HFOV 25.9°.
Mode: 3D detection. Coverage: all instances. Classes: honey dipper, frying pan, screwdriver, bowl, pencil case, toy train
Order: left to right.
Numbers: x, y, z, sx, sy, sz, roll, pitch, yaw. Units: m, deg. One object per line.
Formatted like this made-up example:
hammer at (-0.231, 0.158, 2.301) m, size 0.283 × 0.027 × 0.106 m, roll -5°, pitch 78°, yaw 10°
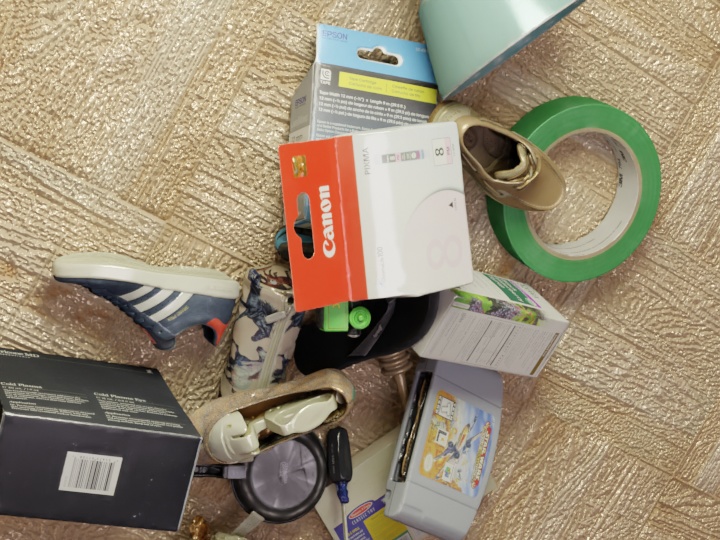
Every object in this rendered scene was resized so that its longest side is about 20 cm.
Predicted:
frying pan at (-0.118, 0.205, 1.704) m, size 0.188 × 0.031 × 0.116 m, roll 27°, pitch 82°, yaw -19°
pencil case at (-0.105, 0.096, 1.642) m, size 0.077 × 0.090 × 0.203 m, roll 13°, pitch 103°, yaw -9°
toy train at (-0.019, -0.035, 1.542) m, size 0.056 × 0.042 × 0.203 m, roll 0°, pitch 91°, yaw -13°
screwdriver at (-0.014, 0.272, 1.720) m, size 0.029 × 0.028 × 0.203 m, roll -11°, pitch 76°, yaw 8°
honey dipper at (0.055, 0.161, 1.741) m, size 0.038 × 0.038 × 0.202 m, roll -20°, pitch 105°, yaw -15°
bowl at (0.136, -0.271, 1.577) m, size 0.200 × 0.201 × 0.106 m, roll -36°, pitch 92°, yaw -7°

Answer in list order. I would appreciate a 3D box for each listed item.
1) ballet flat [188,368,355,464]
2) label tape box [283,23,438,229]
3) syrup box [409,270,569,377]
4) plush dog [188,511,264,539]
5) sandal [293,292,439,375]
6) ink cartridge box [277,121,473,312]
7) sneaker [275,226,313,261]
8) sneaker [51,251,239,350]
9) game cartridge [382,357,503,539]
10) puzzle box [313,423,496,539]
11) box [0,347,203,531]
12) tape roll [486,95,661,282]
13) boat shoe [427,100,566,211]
ballet flat at (-0.097, 0.153, 1.582) m, size 0.198 × 0.067 × 0.069 m, roll -23°, pitch 113°, yaw -5°
label tape box at (0.002, -0.138, 1.613) m, size 0.142 × 0.066 × 0.203 m, roll 7°, pitch 81°, yaw -24°
syrup box at (0.127, 0.052, 1.689) m, size 0.199 × 0.079 × 0.082 m, roll 12°, pitch 115°, yaw -44°
plush dog at (-0.137, 0.368, 1.654) m, size 0.198 × 0.172 × 0.162 m, roll -16°, pitch 135°, yaw -17°
sandal at (0.003, 0.059, 1.632) m, size 0.199 × 0.077 × 0.043 m, roll -32°, pitch 153°, yaw 30°
ink cartridge box at (0.019, -0.053, 1.509) m, size 0.199 × 0.057 × 0.165 m, roll -12°, pitch 99°, yaw -44°
sneaker at (0.000, 0.000, 1.664) m, size 0.197 × 0.073 × 0.083 m, roll 10°, pitch 112°, yaw -21°
sneaker at (-0.219, 0.035, 1.583) m, size 0.198 × 0.075 × 0.086 m, roll 10°, pitch 99°, yaw -25°
game cartridge at (0.097, 0.191, 1.735) m, size 0.132 × 0.041 × 0.203 m, roll 26°, pitch 72°, yaw -38°
puzzle box at (0.047, 0.249, 1.792) m, size 0.199 × 0.025 × 0.134 m, roll -32°, pitch 116°, yaw -9°
box at (-0.280, 0.164, 1.542) m, size 0.198 × 0.182 × 0.105 m, roll 10°, pitch 105°, yaw -24°
tape roll at (0.238, -0.090, 1.743) m, size 0.198 × 0.048 × 0.203 m, roll -7°, pitch 110°, yaw -20°
boat shoe at (0.152, -0.108, 1.631) m, size 0.199 × 0.064 × 0.072 m, roll 26°, pitch 95°, yaw -38°
